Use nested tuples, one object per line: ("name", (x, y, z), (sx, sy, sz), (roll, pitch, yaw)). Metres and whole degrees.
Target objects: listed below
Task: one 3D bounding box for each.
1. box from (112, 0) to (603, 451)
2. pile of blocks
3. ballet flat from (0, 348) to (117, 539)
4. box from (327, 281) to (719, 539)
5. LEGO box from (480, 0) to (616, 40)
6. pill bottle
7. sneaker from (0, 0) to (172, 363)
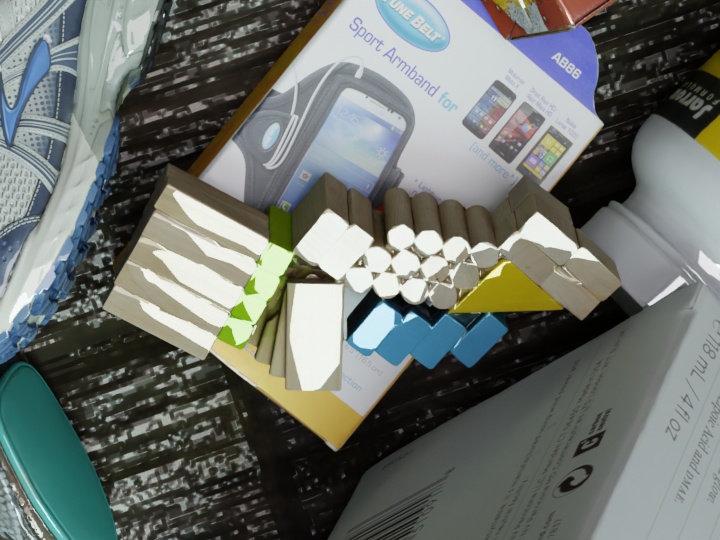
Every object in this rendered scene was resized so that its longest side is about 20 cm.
("box", (0.006, -0.040, 1.152), (0.119, 0.041, 0.200), (40, 88, -13))
("pile of blocks", (0.000, 0.000, 1.110), (0.200, 0.062, 0.082), (4, 110, -3))
("ballet flat", (-0.165, 0.044, 1.129), (0.072, 0.072, 0.200), (-25, 102, -5))
("box", (0.075, 0.141, 1.071), (0.200, 0.199, 0.131), (-32, 106, 35))
("LEGO box", (0.110, -0.206, 1.107), (0.200, 0.077, 0.149), (-34, 100, -13))
("pill bottle", (0.185, -0.051, 1.142), (0.200, 0.112, 0.112), (-44, 103, -2))
("sneaker", (-0.135, -0.059, 1.099), (0.085, 0.077, 0.200), (17, 72, -1))
